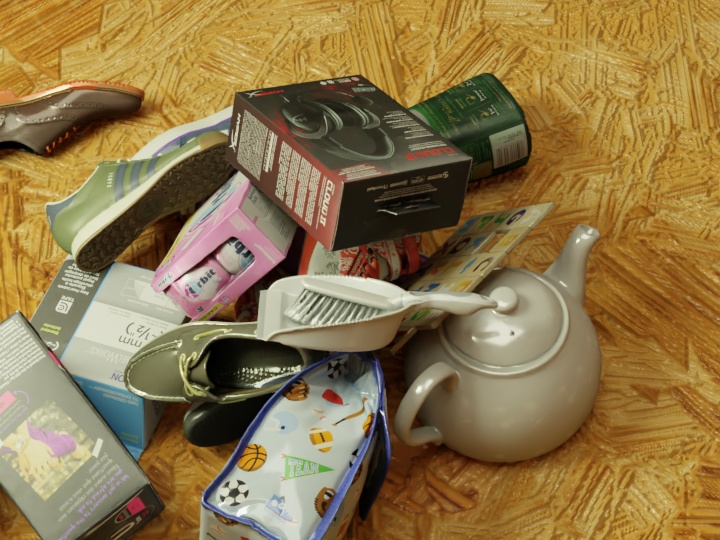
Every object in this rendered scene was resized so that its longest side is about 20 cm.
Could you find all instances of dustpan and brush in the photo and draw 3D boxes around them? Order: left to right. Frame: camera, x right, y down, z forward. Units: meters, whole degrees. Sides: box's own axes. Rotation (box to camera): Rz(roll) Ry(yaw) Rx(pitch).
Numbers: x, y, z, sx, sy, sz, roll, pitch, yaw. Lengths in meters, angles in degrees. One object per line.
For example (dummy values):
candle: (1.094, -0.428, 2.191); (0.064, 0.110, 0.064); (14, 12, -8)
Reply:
dustpan and brush: (0.016, 0.032, 1.476); (0.200, 0.057, 0.140); (11, 17, -5)

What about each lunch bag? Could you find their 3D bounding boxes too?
lunch bag: (-0.045, 0.177, 1.487); (0.124, 0.170, 0.200); (27, 58, 7)

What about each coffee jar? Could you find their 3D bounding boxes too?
coffee jar: (0.066, -0.122, 1.756); (0.200, 0.085, 0.104); (-22, 48, -12)

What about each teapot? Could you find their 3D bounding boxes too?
teapot: (0.127, 0.070, 1.574); (0.197, 0.146, 0.200); (-3, 54, 3)

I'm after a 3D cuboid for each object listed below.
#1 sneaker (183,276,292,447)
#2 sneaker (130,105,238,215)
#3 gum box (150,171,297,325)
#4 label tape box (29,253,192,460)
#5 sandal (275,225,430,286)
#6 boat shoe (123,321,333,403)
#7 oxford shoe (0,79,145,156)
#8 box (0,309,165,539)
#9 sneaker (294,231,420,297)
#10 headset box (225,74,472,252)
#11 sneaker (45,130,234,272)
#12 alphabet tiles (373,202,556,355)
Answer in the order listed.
sneaker: (-0.104, 0.081, 1.634); (0.201, 0.067, 0.108); (-31, 56, -22)
sneaker: (-0.133, -0.086, 1.749); (0.200, 0.081, 0.146); (-32, 53, -24)
gum box: (-0.121, -0.030, 1.628); (0.113, 0.066, 0.200); (-40, 12, 17)
label tape box: (-0.250, 0.088, 1.640); (0.143, 0.066, 0.200); (15, 54, 15)
sandal: (0.008, -0.014, 1.704); (0.202, 0.050, 0.083); (14, 56, 14)
boat shoe: (-0.125, 0.082, 1.527); (0.202, 0.072, 0.060); (-10, 7, 18)
oxford shoe: (-0.327, -0.158, 1.840); (0.200, 0.071, 0.073); (-9, 82, -6)
box: (-0.276, 0.154, 1.521); (0.106, 0.122, 0.200); (-37, 76, -11)
sneaker: (0.000, -0.001, 1.609); (0.108, 0.067, 0.201); (4, 48, 4)
headset box: (-0.007, -0.097, 1.579); (0.149, 0.077, 0.200); (-12, 37, -34)
sneaker: (-0.222, -0.088, 1.692); (0.200, 0.067, 0.090); (-38, 56, -17)
alphabet tiles: (0.075, 0.009, 1.592); (0.200, 0.167, 0.008); (-44, 104, -19)
